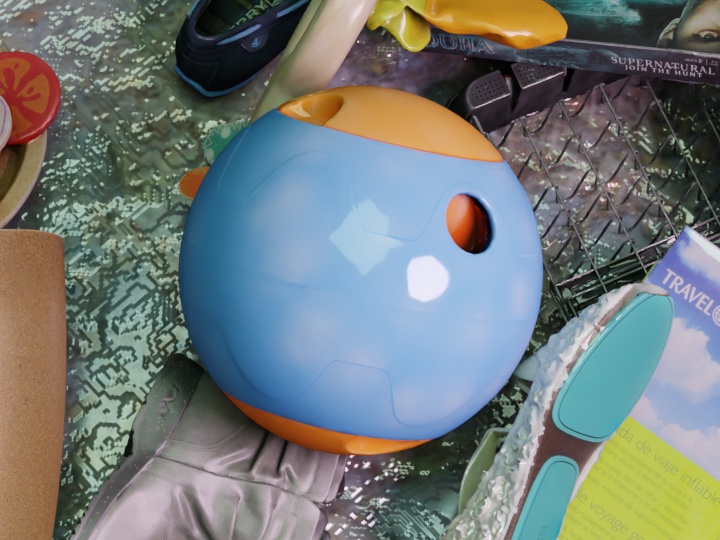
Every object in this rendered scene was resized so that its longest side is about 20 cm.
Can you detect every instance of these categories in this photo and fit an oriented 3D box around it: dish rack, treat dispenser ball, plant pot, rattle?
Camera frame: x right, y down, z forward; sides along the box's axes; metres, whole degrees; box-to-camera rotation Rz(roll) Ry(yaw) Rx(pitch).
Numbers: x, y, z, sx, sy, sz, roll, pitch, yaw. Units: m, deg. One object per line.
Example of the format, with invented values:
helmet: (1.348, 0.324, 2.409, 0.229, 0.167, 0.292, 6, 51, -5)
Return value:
dish rack: (0.154, -0.050, 1.356, 0.153, 0.055, 0.201, -22, 74, -9)
treat dispenser ball: (0.000, 0.000, 1.235, 0.199, 0.201, 0.202, 1, 70, -3)
plant pot: (-0.236, 0.096, 1.228, 0.185, 0.186, 0.202, -10, 84, -7)
rattle: (0.002, -0.101, 1.325, 0.142, 0.130, 0.201, 24, 101, -23)

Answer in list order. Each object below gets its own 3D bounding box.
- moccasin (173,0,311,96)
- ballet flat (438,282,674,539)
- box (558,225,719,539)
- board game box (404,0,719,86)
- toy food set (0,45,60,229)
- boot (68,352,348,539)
moccasin: (-0.036, -0.189, 1.385, 0.080, 0.068, 0.201, 32, 70, 9)
ballet flat: (0.098, 0.088, 1.235, 0.071, 0.072, 0.201, 28, 88, 7)
box: (0.173, 0.091, 1.274, 0.122, 0.048, 0.201, 35, 92, 10)
board game box: (0.136, -0.179, 1.372, 0.198, 0.028, 0.136, 7, 54, 15)
toy food set: (-0.277, -0.082, 1.324, 0.196, 0.049, 0.201, 5, 56, 2)
boot: (-0.090, 0.154, 1.262, 0.130, 0.068, 0.201, 28, 72, 1)
